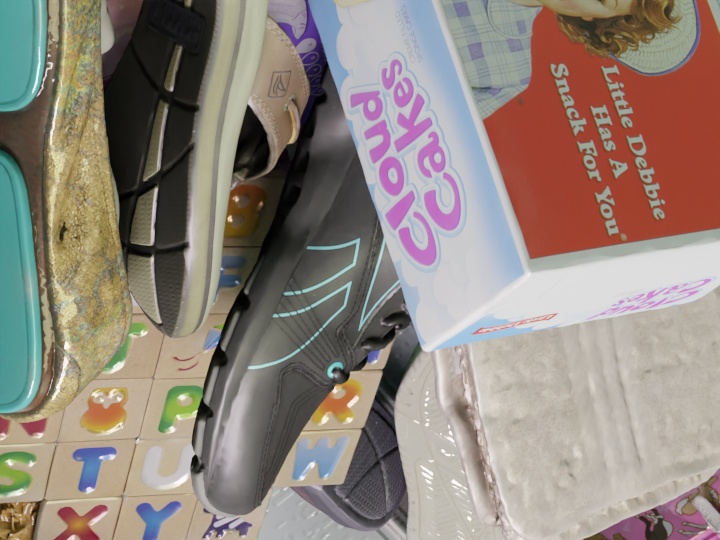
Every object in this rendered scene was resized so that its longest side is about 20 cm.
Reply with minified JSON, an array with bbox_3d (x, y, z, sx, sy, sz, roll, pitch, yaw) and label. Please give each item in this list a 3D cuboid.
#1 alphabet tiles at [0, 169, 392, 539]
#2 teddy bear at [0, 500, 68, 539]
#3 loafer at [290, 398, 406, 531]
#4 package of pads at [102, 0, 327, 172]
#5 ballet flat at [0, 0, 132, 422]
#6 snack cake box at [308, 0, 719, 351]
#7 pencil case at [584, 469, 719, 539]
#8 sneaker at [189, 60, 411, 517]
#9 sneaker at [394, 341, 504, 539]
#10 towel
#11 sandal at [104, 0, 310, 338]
[{"bbox_3d":[-0.066,0.040,0.791,0.165,0.006,0.201,0,130,-23],"label":"alphabet tiles"},{"bbox_3d":[-0.132,0.100,0.874,0.144,0.067,0.201,-30,129,-19],"label":"teddy bear"},{"bbox_3d":[-0.046,0.047,0.877,0.072,0.063,0.200,-60,138,-25],"label":"loafer"},{"bbox_3d":[-0.057,-0.082,0.754,0.199,0.076,0.121,-24,134,-12],"label":"package of pads"},{"bbox_3d":[-0.105,-0.052,0.648,0.070,0.071,0.202,-9,109,-24],"label":"ballet flat"},{"bbox_3d":[0.051,-0.085,0.656,0.114,0.202,0.067,-8,162,-33],"label":"snack cake box"},{"bbox_3d":[0.124,0.173,1.062,0.199,0.083,0.087,-30,135,-5],"label":"pencil case"},{"bbox_3d":[0.000,0.000,0.705,0.079,0.075,0.201,23,97,-5],"label":"sneaker"},{"bbox_3d":[0.064,0.052,0.911,0.076,0.112,0.201,13,138,11],"label":"sneaker"},{"bbox_3d":[0.086,0.005,0.794,0.132,0.034,0.202,-19,106,-28],"label":"towel"},{"bbox_3d":[-0.042,-0.068,0.664,0.057,0.080,0.203,-1,118,-32],"label":"sandal"}]
